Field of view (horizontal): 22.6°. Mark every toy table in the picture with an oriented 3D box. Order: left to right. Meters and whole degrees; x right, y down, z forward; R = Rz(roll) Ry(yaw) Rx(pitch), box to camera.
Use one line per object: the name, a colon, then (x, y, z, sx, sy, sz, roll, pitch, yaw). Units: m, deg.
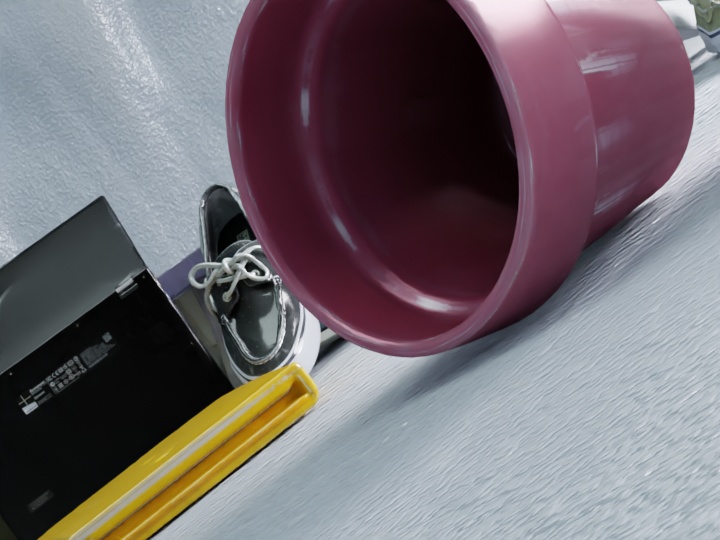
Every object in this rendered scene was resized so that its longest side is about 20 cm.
toy table: (-0.104, 0.034, 1.472, 0.184, 0.117, 0.200, -35, 3, 25)

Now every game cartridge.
game cartridge: (-0.123, 0.131, 1.136, 0.176, 0.032, 0.200, -37, 1, -20)

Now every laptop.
laptop: (-0.213, 0.075, 1.330, 0.187, 0.200, 0.116, -36, 1, -2)

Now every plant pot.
plant pot: (0.063, -0.075, 0.889, 0.179, 0.201, 0.200, -18, -10, -42)

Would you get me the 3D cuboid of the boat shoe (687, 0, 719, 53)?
boat shoe: (0.276, -0.199, 1.339, 0.072, 0.062, 0.200, -36, 5, 0)

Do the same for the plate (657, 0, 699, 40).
plate: (0.195, -0.192, 1.515, 0.199, 0.033, 0.200, -15, 0, 34)

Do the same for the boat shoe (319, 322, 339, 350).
boat shoe: (0.000, 0.000, 1.367, 0.200, 0.062, 0.075, -39, 6, -34)

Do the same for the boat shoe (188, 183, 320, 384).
boat shoe: (-0.081, 0.008, 1.300, 0.073, 0.068, 0.200, -29, 40, 16)

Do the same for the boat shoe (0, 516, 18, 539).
boat shoe: (-0.234, 0.174, 1.340, 0.201, 0.072, 0.066, -39, -12, -4)
